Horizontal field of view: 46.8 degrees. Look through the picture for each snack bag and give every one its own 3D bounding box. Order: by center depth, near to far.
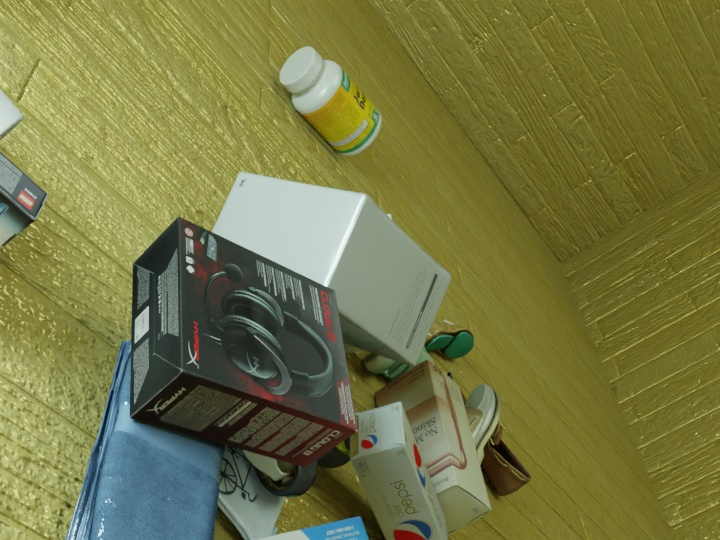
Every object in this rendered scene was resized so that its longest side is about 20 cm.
[{"bbox_3d":[-0.128,0.147,0.804,0.201,0.021,0.189,54,20,-13],"label":"snack bag"}]

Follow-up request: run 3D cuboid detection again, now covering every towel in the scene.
[{"bbox_3d":[-0.156,0.152,0.645,0.111,0.048,0.202,38,31,-30],"label":"towel"}]

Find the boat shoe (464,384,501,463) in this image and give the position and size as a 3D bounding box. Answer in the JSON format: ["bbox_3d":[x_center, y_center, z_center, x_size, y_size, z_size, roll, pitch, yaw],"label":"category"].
[{"bbox_3d":[0.156,0.235,1.248,0.068,0.075,0.201,38,39,-6],"label":"boat shoe"}]

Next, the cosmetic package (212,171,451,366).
[{"bbox_3d":[-0.038,-0.001,0.944,0.200,0.197,0.125,40,71,-47],"label":"cosmetic package"}]

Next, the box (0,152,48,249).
[{"bbox_3d":[-0.316,-0.079,0.536,0.200,0.109,0.035,48,21,-30],"label":"box"}]

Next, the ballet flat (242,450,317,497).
[{"bbox_3d":[-0.103,0.121,0.774,0.203,0.072,0.073,62,19,4],"label":"ballet flat"}]

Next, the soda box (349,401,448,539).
[{"bbox_3d":[0.046,0.247,0.932,0.069,0.062,0.203,-92,164,-57],"label":"soda box"}]

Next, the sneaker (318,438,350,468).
[{"bbox_3d":[-0.068,0.123,0.933,0.203,0.073,0.085,64,12,-10],"label":"sneaker"}]

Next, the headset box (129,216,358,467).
[{"bbox_3d":[-0.090,0.067,0.702,0.198,0.077,0.151,26,39,-37],"label":"headset box"}]

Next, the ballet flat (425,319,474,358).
[{"bbox_3d":[0.148,0.111,1.485,0.063,0.069,0.199,51,13,26],"label":"ballet flat"}]

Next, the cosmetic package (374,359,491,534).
[{"bbox_3d":[0.091,0.234,1.097,0.087,0.103,0.202,41,24,-36],"label":"cosmetic package"}]

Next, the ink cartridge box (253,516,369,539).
[{"bbox_3d":[-0.036,0.311,0.640,0.144,0.084,0.203,5,54,-46],"label":"ink cartridge box"}]

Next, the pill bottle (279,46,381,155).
[{"bbox_3d":[-0.057,-0.313,1.537,0.200,0.112,0.114,41,25,-40],"label":"pill bottle"}]

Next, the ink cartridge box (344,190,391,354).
[{"bbox_3d":[0.000,0.000,1.116,0.067,0.115,0.204,-17,91,-45],"label":"ink cartridge box"}]

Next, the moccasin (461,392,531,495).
[{"bbox_3d":[0.208,0.273,1.364,0.203,0.077,0.074,57,22,0],"label":"moccasin"}]

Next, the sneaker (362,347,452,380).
[{"bbox_3d":[0.076,0.149,1.222,0.119,0.073,0.200,55,16,10],"label":"sneaker"}]

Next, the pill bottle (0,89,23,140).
[{"bbox_3d":[-0.340,-0.158,0.581,0.201,0.119,0.120,51,20,-20],"label":"pill bottle"}]
